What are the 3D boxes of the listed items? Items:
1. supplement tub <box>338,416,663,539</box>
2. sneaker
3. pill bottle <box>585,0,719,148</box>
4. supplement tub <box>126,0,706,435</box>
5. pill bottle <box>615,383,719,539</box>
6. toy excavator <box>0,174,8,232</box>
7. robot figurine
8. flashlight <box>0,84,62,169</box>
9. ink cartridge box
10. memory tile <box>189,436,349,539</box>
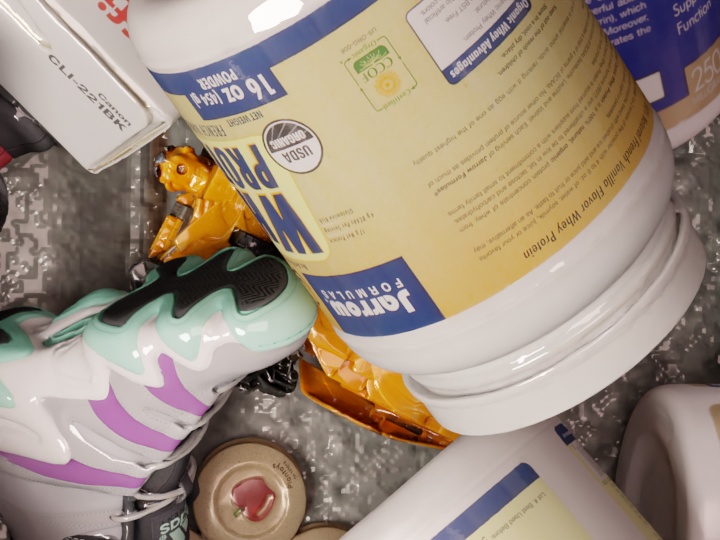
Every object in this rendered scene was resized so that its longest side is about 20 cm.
[{"bbox_3d":[0.077,0.167,1.007,0.145,0.145,0.200,-39,83,-8],"label":"supplement tub"},{"bbox_3d":[-0.077,0.073,1.022,0.078,0.200,0.140,-39,110,-46],"label":"sneaker"},{"bbox_3d":[0.077,-0.148,1.005,0.116,0.116,0.200,-24,124,-10],"label":"pill bottle"},{"bbox_3d":[0.024,-0.053,0.928,0.144,0.144,0.200,-39,111,-8],"label":"supplement tub"},{"bbox_3d":[0.219,0.106,1.106,0.200,0.111,0.111,2,92,-12],"label":"pill bottle"},{"bbox_3d":[-0.231,-0.073,0.981,0.200,0.100,0.195,25,77,15],"label":"toy excavator"},{"bbox_3d":[0.000,0.000,1.082,0.200,0.058,0.145,29,86,-12],"label":"robot figurine"},{"bbox_3d":[-0.178,-0.016,1.038,0.068,0.068,0.200,40,84,-12],"label":"flashlight"},{"bbox_3d":[-0.083,-0.160,1.013,0.144,0.084,0.200,45,61,-10],"label":"ink cartridge box"},{"bbox_3d":[-0.034,0.187,1.102,0.153,0.017,0.200,-44,100,-7],"label":"memory tile"}]
